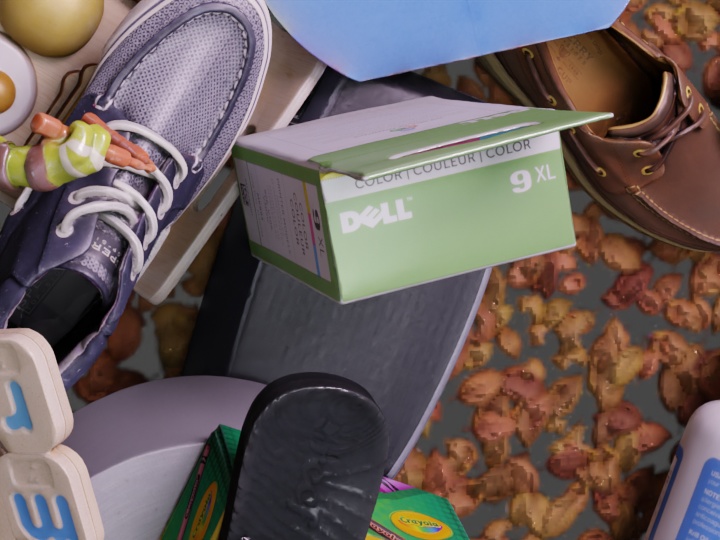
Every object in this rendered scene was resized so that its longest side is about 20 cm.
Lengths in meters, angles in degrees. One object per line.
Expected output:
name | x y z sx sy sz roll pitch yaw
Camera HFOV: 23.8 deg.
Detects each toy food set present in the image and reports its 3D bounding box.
toy food set | -0.131 -0.095 0.763 0.200 0.060 0.144 35 88 -21

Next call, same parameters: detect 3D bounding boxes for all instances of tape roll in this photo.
tape roll | -0.077 0.153 0.805 0.199 0.066 0.201 -6 115 -12

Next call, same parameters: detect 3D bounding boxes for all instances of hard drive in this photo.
hard drive | 0.000 0.000 0.836 0.134 0.042 0.201 19 94 -21

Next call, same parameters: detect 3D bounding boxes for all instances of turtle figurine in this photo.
turtle figurine | -0.191 -0.048 0.639 0.199 0.161 0.065 14 92 18

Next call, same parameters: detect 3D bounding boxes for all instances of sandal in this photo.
sandal | -0.031 0.140 0.681 0.075 0.048 0.202 1 111 -15

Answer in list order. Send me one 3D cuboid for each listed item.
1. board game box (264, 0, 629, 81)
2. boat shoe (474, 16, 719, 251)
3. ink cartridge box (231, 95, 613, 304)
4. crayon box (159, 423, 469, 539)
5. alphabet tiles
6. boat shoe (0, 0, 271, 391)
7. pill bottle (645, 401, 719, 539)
board game box | 0.041 -0.173 0.804 0.199 0.039 0.159 -12 83 1
boat shoe | 0.135 -0.074 0.854 0.200 0.068 0.072 41 86 -21
ink cartridge box | 0.021 -0.031 0.707 0.103 0.200 0.060 -13 101 -16
crayon box | -0.047 0.180 0.755 0.118 0.058 0.201 20 107 -22
alphabet tiles | -0.196 0.073 0.721 0.015 0.199 0.197 -36 118 -53
boat shoe | -0.098 -0.032 0.720 0.074 0.093 0.200 29 102 -22
pill bottle | 0.210 0.136 0.890 0.112 0.112 0.201 17 96 -21
